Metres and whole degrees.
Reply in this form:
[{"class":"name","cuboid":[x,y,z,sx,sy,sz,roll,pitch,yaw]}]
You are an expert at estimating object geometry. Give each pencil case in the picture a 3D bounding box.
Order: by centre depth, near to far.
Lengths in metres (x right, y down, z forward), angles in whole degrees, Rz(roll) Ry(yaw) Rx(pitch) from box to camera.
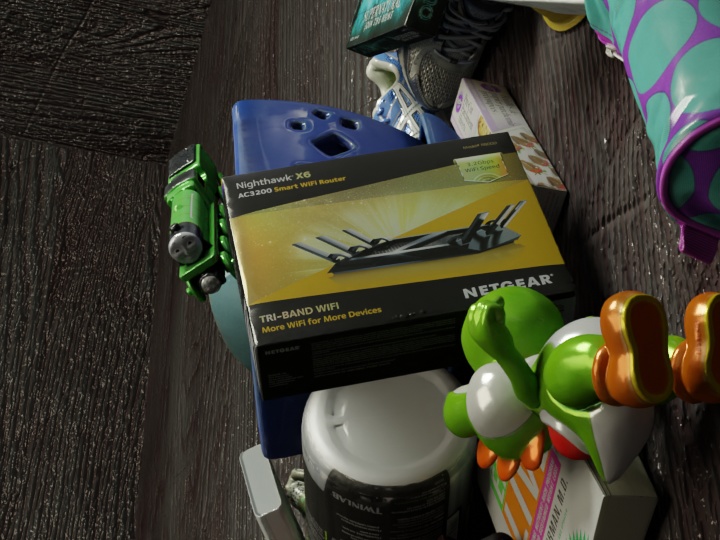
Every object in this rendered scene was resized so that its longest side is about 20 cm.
[{"class":"pencil case","cuboid":[0.172,-0.102,0.770,0.093,0.085,0.201,-52,27,31]}]

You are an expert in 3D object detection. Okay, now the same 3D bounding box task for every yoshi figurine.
[{"class":"yoshi figurine","cuboid":[0.110,0.041,0.820,0.112,0.113,0.200,-47,12,-32]}]

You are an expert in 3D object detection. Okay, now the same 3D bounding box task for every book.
[{"class":"book","cuboid":[0.120,0.134,0.922,0.200,0.048,0.134,-110,28,-61]}]

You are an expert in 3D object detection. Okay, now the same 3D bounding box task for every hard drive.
[{"class":"hard drive","cuboid":[-0.052,0.267,1.332,0.132,0.027,0.201,-123,11,-70]}]

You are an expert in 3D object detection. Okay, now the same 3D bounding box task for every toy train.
[{"class":"toy train","cuboid":[-0.116,-0.039,1.083,0.042,0.057,0.200,-32,22,7]}]

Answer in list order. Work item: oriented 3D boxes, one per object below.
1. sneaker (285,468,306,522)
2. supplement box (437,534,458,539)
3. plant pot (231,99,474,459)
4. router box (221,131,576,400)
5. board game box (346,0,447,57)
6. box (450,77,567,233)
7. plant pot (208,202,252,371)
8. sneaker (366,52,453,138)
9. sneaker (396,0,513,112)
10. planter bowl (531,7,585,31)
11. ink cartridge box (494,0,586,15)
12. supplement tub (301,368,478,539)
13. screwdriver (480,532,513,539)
[{"class":"sneaker","cuboid":[-0.025,0.220,1.327,0.077,0.088,0.200,-68,14,0]},{"class":"supplement box","cuboid":[0.067,0.278,0.957,0.109,0.061,0.200,-60,21,25]},{"class":"plant pot","cuboid":[0.000,0.000,1.137,0.201,0.179,0.201,-98,6,-48]},{"class":"router box","cuboid":[0.020,-0.007,0.960,0.158,0.199,0.052,-107,10,-45]},{"class":"board game box","cuboid":[0.042,-0.248,1.229,0.200,0.028,0.136,-168,97,-76]},{"class":"box","cuboid":[0.107,-0.087,1.126,0.200,0.038,0.042,-105,28,-60]},{"class":"plant pot","cuboid":[-0.020,0.000,1.343,0.134,0.200,0.201,0,78,38]},{"class":"sneaker","cuboid":[0.043,-0.111,1.330,0.076,0.077,0.201,119,155,-50]},{"class":"sneaker","cuboid":[0.085,-0.220,1.242,0.085,0.077,0.201,-114,36,-60]},{"class":"planter bowl","cuboid":[0.128,-0.279,1.080,0.200,0.083,0.202,-171,90,-76]},{"class":"ink cartridge box","cuboid":[0.117,-0.254,1.000,0.199,0.047,0.161,14,96,48]},{"class":"supplement tub","cuboid":[0.020,0.164,1.079,0.201,0.122,0.123,90,178,-48]},{"class":"screwdriver","cuboid":[0.027,0.219,0.971,0.200,0.029,0.028,-37,30,33]}]
